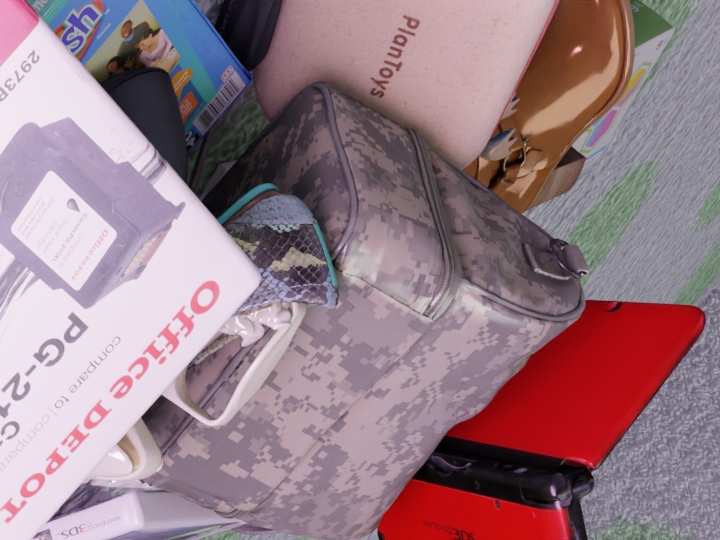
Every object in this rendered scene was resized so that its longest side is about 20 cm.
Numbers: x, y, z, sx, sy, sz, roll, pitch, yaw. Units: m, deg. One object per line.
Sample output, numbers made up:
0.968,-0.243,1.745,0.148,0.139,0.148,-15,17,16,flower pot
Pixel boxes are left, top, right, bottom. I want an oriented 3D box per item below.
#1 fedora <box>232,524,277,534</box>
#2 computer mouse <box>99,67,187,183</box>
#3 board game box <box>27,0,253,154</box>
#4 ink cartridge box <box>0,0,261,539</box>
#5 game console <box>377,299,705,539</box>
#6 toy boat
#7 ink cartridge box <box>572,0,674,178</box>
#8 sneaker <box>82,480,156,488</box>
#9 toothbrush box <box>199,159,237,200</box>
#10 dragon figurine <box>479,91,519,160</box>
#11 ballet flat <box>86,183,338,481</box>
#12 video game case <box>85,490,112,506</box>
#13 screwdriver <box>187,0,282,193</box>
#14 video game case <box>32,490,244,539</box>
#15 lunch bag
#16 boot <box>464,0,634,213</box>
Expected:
-0.033,0.072,1.198,0.199,0.177,0.091,-22,127,3,fedora
-0.102,-0.005,0.796,0.140,0.046,0.201,-26,153,-54,computer mouse
-0.129,-0.064,0.755,0.152,0.045,0.200,-49,166,-3,board game box
-0.144,-0.013,0.615,0.145,0.084,0.200,-48,139,-8,ink cartridge box
0.097,0.113,0.964,0.118,0.174,0.200,-16,-172,-26,game console
0.029,-0.151,0.917,0.131,0.130,0.201,-79,-169,-47,toy boat
0.174,-0.151,1.384,0.104,0.059,0.201,-30,154,-51,ink cartridge box
-0.173,0.077,0.907,0.199,0.090,0.067,14,75,-51,sneaker
0.000,0.000,1.080,0.086,0.145,0.200,-57,164,22,toothbrush box
0.024,-0.090,1.064,0.200,0.099,0.059,-38,148,-23,dragon figurine
-0.091,0.048,0.769,0.200,0.074,0.074,-40,168,15,ballet flat
-0.167,0.238,1.106,0.182,0.200,0.023,-46,127,-15,video game case
-0.070,-0.073,0.919,0.028,0.029,0.201,-35,153,-43,screwdriver
-0.169,0.161,1.032,0.181,0.023,0.200,-20,169,12,video game case
-0.006,0.034,0.892,0.200,0.167,0.140,-48,-148,25,lunch bag
0.106,-0.114,1.269,0.154,0.074,0.201,-18,131,-39,boot
